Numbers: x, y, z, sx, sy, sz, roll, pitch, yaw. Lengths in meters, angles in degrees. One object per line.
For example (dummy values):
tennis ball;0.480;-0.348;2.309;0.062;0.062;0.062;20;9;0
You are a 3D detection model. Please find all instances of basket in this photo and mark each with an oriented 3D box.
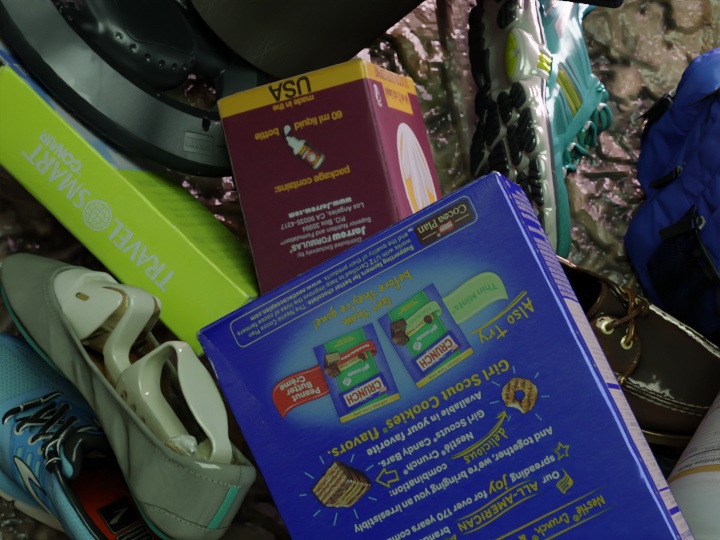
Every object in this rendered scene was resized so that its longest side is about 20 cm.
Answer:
basket;-0.001;-0.212;1.194;0.136;0.200;0.181;-9;60;-54

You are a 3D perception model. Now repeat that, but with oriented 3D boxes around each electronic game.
electronic game;-0.126;-0.131;1.179;0.199;0.042;0.201;33;29;-22

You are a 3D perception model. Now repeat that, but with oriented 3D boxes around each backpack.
backpack;0.244;-0.053;1.210;0.162;0.200;0.169;-21;75;-22

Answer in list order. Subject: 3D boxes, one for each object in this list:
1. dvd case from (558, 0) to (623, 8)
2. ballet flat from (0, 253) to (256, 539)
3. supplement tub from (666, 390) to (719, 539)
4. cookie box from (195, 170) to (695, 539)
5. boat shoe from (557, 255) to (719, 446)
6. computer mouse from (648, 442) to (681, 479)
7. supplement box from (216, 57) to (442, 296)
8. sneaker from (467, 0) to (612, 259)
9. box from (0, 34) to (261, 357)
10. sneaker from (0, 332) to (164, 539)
dvd case;0.085;-0.226;1.284;0.199;0.018;0.143;11;60;25
ballet flat;-0.110;0.045;1.050;0.067;0.064;0.200;5;39;-47
supplement tub;0.231;0.124;1.100;0.144;0.145;0.200;36;58;2
cookie box;0.042;0.083;1.020;0.170;0.075;0.201;-27;80;13
boat shoe;0.123;0.034;1.191;0.199;0.071;0.071;20;50;4
computer mouse;0.179;0.157;1.190;0.137;0.053;0.201;-1;56;-14
supplement box;0.000;0.000;1.130;0.085;0.110;0.202;-15;86;15
sneaker;0.113;-0.091;1.263;0.079;0.077;0.202;11;65;-21
box;-0.130;-0.040;1.142;0.200;0.122;0.048;44;97;6
sneaker;-0.137;0.094;1.088;0.078;0.090;0.200;-33;61;-25
